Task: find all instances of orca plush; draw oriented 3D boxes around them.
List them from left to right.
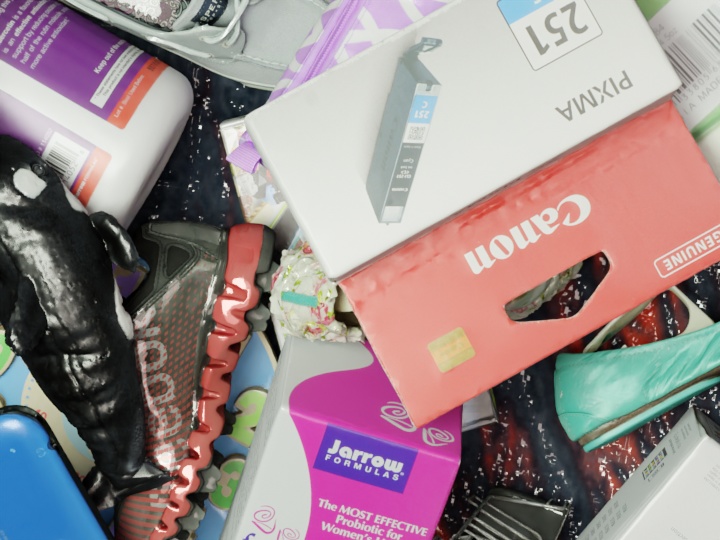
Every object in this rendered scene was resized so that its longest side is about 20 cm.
[{"bbox_3d":[-0.167,0.035,1.157,0.105,0.071,0.201,1,108,27],"label":"orca plush"}]

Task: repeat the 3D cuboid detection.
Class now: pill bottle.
[{"bbox_3d":[-0.197,-0.100,1.224,0.200,0.112,0.113,30,99,-2],"label":"pill bottle"}]

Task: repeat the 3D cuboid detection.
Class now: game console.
[{"bbox_3d":[-0.201,0.153,1.228,0.170,0.118,0.200,-21,116,11],"label":"game console"}]

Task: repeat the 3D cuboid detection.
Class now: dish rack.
[{"bbox_3d":[0.050,0.199,1.217,0.054,0.200,0.154,23,99,10],"label":"dish rack"}]

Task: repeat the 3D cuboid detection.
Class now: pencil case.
[{"bbox_3d":[0.013,-0.124,1.193,0.084,0.085,0.200,27,87,36],"label":"pencil case"}]

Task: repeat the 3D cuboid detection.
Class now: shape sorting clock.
[{"bbox_3d":[-0.140,0.082,1.285,0.199,0.039,0.201,0,98,3],"label":"shape sorting clock"}]

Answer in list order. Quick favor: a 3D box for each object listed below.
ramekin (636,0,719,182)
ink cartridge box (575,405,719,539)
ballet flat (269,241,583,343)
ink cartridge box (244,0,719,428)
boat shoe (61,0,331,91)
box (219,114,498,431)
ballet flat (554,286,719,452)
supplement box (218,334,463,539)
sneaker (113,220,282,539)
[{"bbox_3d":[0.168,-0.120,1.210,0.199,0.098,0.201,0,98,3],"label":"ramekin"},{"bbox_3d":[0.206,0.209,1.265,0.200,0.084,0.176,40,98,-3],"label":"ink cartridge box"},{"bbox_3d":[0.048,0.006,1.210,0.199,0.064,0.076,-13,105,-25],"label":"ballet flat"},{"bbox_3d":[0.070,-0.045,1.129,0.200,0.045,0.177,-29,86,-1],"label":"ink cartridge box"},{"bbox_3d":[-0.088,-0.143,1.231,0.200,0.072,0.070,18,98,-3],"label":"boat shoe"},{"bbox_3d":[0.000,0.000,1.268,0.110,0.035,0.201,-15,98,5],"label":"box"},{"bbox_3d":[0.197,0.032,1.251,0.199,0.067,0.071,-23,83,4],"label":"ballet flat"},{"bbox_3d":[-0.021,0.143,1.229,0.101,0.103,0.201,16,115,-4],"label":"supplement box"},{"bbox_3d":[-0.111,0.063,1.228,0.098,0.071,0.201,15,96,-5],"label":"sneaker"}]
